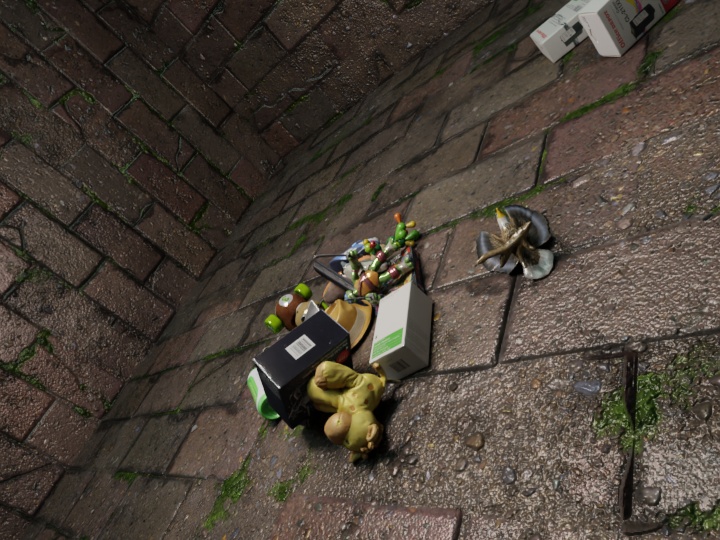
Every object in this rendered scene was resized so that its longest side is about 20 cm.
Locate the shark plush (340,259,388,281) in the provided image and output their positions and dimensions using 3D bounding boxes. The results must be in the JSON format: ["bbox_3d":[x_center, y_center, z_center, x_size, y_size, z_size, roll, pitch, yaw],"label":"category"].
[{"bbox_3d":[0.000,0.000,1.492,0.083,0.091,0.200,-33,9,-24],"label":"shark plush"}]

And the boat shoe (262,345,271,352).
[{"bbox_3d":[-0.244,0.275,1.553,0.072,0.060,0.201,-53,24,-12],"label":"boat shoe"}]

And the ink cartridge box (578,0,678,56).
[{"bbox_3d":[0.694,-0.682,1.341,0.200,0.146,0.083,-44,26,8],"label":"ink cartridge box"}]

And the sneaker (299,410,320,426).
[{"bbox_3d":[-0.099,0.301,1.285,0.087,0.076,0.201,3,46,30],"label":"sneaker"}]

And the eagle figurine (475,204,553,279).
[{"bbox_3d":[0.320,-0.067,1.087,0.151,0.152,0.200,4,6,12],"label":"eagle figurine"}]

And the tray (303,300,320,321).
[{"bbox_3d":[-0.118,0.178,1.374,0.108,0.022,0.201,51,139,30],"label":"tray"}]

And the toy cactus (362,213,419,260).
[{"bbox_3d":[0.073,-0.075,1.473,0.200,0.103,0.165,-31,-9,-38],"label":"toy cactus"}]

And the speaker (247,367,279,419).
[{"bbox_3d":[-0.265,0.341,1.456,0.089,0.088,0.200,-49,23,-5],"label":"speaker"}]

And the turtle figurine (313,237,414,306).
[{"bbox_3d":[0.026,0.006,1.295,0.194,0.200,0.144,-38,39,1],"label":"turtle figurine"}]

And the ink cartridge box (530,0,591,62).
[{"bbox_3d":[0.651,-0.762,1.616,0.200,0.083,0.147,-35,27,24],"label":"ink cartridge box"}]

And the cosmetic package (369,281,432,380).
[{"bbox_3d":[0.095,0.136,1.167,0.107,0.085,0.201,-35,27,32],"label":"cosmetic package"}]

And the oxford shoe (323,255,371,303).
[{"bbox_3d":[-0.033,0.037,1.556,0.200,0.071,0.073,-42,29,11],"label":"oxford shoe"}]

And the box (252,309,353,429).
[{"bbox_3d":[-0.122,0.226,1.182,0.200,0.183,0.104,-36,55,-26],"label":"box"}]

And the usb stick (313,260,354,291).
[{"bbox_3d":[-0.066,0.026,1.520,0.200,0.056,0.033,32,73,37],"label":"usb stick"}]

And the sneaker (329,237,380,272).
[{"bbox_3d":[-0.013,-0.045,1.651,0.199,0.074,0.082,-21,32,33],"label":"sneaker"}]

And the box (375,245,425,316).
[{"bbox_3d":[0.100,0.032,1.375,0.136,0.038,0.200,-38,25,22],"label":"box"}]

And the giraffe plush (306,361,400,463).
[{"bbox_3d":[-0.016,0.298,1.062,0.199,0.173,0.163,-4,48,8],"label":"giraffe plush"}]

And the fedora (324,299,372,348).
[{"bbox_3d":[-0.057,0.145,1.409,0.200,0.082,0.201,-37,25,21],"label":"fedora"}]

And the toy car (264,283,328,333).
[{"bbox_3d":[-0.159,0.119,1.479,0.164,0.158,0.200,-48,3,-26],"label":"toy car"}]
